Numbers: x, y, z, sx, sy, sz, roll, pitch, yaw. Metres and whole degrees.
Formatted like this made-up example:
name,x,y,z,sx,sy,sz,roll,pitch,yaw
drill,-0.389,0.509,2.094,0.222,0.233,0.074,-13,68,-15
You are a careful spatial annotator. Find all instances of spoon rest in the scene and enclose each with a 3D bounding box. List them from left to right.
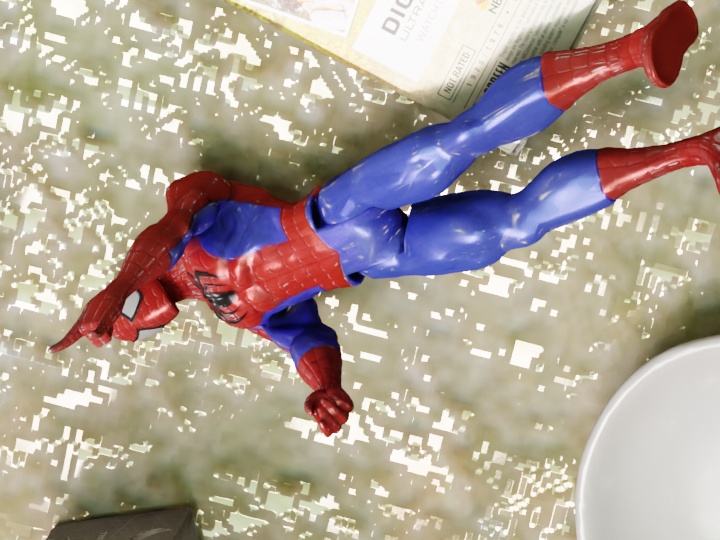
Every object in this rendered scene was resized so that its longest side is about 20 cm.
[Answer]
name,x,y,z,sx,sy,sz,roll,pitch,yaw
spoon rest,0.105,0.113,0.825,0.099,0.061,0.201,7,111,5

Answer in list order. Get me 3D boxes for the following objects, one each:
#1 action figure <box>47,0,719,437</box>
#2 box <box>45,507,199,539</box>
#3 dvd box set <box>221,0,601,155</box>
name,x,y,z,sx,sy,sz,roll,pitch,yaw
action figure,0.000,0.000,0.765,0.199,0.099,0.065,-17,119,34
box,-0.074,0.179,0.798,0.048,0.200,0.159,-7,107,14
dvd box set,-0.012,-0.139,0.768,0.199,0.029,0.147,26,110,-2
